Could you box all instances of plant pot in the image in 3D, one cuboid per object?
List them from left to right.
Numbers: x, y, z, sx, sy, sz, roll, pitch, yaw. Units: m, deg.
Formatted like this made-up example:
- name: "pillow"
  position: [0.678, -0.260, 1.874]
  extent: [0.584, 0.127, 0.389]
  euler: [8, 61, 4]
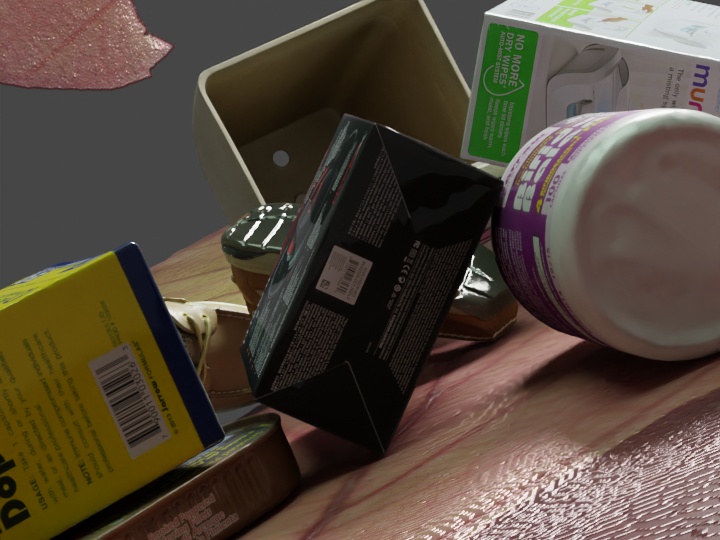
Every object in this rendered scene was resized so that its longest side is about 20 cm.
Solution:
- name: "plant pot"
  position: [-0.023, -0.077, 1.792]
  extent: [0.199, 0.201, 0.177]
  euler: [-26, -4, -22]

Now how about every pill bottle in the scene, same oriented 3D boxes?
- name: "pill bottle"
  position: [0.124, -0.020, 1.078]
  extent: [0.112, 0.113, 0.200]
  euler: [-25, 6, -8]

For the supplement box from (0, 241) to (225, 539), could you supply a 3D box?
- name: "supplement box"
  position: [-0.186, 0.079, 1.079]
  extent: [0.199, 0.110, 0.109]
  euler: [-29, 8, -30]

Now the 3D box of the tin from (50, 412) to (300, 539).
- name: "tin"
  position: [-0.112, 0.126, 1.080]
  extent: [0.200, 0.042, 0.112]
  euler: [-30, 4, -39]

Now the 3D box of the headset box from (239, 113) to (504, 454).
- name: "headset box"
  position: [0.000, 0.000, 1.182]
  extent: [0.200, 0.075, 0.149]
  euler: [-139, 73, -83]

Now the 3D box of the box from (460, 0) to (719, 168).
- name: "box"
  position: [0.175, -0.115, 1.399]
  extent: [0.176, 0.097, 0.200]
  euler: [13, 17, 13]

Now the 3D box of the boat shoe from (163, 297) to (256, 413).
- name: "boat shoe"
  position: [-0.123, 0.052, 1.370]
  extent: [0.199, 0.074, 0.066]
  euler: [-1, -4, -22]

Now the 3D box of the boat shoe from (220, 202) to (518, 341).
- name: "boat shoe"
  position: [0.006, 0.014, 1.335]
  extent: [0.199, 0.074, 0.076]
  euler: [15, 34, 37]

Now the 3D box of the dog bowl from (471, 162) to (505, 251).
- name: "dog bowl"
  position: [0.049, -0.012, 1.460]
  extent: [0.199, 0.074, 0.200]
  euler: [-23, 6, 2]
